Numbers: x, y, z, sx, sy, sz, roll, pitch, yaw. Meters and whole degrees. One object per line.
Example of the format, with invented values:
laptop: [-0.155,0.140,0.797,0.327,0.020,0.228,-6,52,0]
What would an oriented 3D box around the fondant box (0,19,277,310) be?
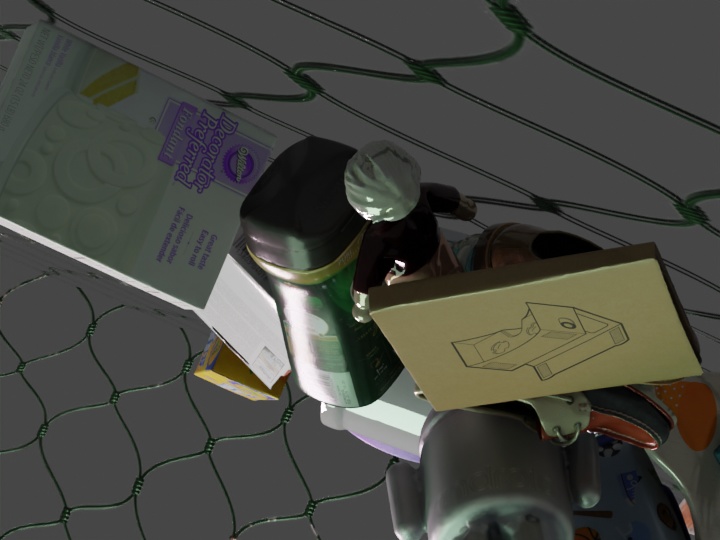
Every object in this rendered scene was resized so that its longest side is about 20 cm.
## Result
fondant box: [-0.181,-0.076,1.563,0.199,0.145,0.058,26,172,-18]

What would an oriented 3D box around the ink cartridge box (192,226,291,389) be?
ink cartridge box: [-0.078,0.027,1.742,0.109,0.050,0.200,46,162,2]

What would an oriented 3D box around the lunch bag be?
lunch bag: [0.223,0.252,1.783,0.123,0.171,0.200,-18,147,2]

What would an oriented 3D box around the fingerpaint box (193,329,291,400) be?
fingerpaint box: [-0.088,0.034,2.006,0.073,0.168,0.200,24,174,-7]

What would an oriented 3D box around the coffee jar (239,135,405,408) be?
coffee jar: [-0.021,0.002,1.548,0.085,0.104,0.200,17,145,29]

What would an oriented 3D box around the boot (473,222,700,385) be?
boot: [0.177,0.027,1.507,0.200,0.074,0.075,29,161,-26]

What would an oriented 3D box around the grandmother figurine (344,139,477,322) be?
grandmother figurine: [0.032,-0.015,1.476,0.060,0.122,0.200,19,152,29]

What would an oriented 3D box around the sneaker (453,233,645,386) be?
sneaker: [0.160,0.038,1.600,0.199,0.078,0.086,26,169,-21]

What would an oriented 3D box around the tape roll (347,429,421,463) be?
tape roll: [0.065,0.105,2.030,0.199,0.066,0.200,11,-152,-6]

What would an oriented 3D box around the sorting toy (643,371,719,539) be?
sorting toy: [0.295,0.187,1.763,0.106,0.181,0.200,-6,166,14]

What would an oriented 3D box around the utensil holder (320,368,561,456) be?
utensil holder: [0.088,0.088,1.848,0.199,0.171,0.170,19,173,11]

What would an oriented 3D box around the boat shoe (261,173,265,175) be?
boat shoe: [-0.083,-0.049,1.781,0.200,0.065,0.074,51,167,-29]

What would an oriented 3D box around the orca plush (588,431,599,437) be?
orca plush: [0.139,0.040,1.695,0.200,0.071,0.105,42,170,20]

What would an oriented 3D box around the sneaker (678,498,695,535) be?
sneaker: [0.522,0.356,2.871,0.080,0.072,0.200,23,180,-36]

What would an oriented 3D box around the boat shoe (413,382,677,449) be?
boat shoe: [0.139,0.099,1.600,0.199,0.063,0.071,21,153,0]

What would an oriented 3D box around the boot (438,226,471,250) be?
boot: [0.000,0.000,1.681,0.199,0.096,0.073,19,-166,35]

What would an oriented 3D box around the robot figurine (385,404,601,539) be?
robot figurine: [0.105,0.166,1.650,0.169,0.201,0.113,-9,132,2]

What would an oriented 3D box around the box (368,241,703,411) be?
box: [0.123,0.042,1.461,0.199,0.021,0.164,-9,149,17]
